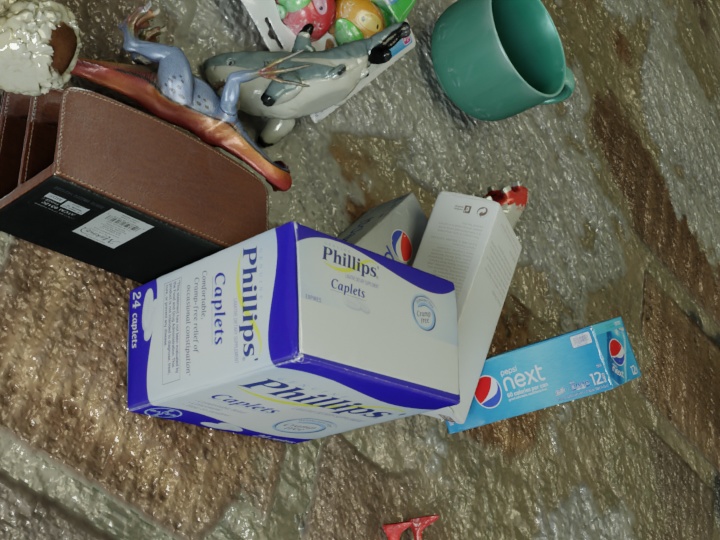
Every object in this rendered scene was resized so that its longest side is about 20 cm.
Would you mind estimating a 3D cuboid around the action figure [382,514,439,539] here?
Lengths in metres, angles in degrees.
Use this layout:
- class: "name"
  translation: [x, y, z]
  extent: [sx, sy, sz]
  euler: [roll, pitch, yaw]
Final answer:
- class: "action figure"
  translation: [0.068, 0.330, 1.038]
  extent: [0.065, 0.052, 0.201]
  euler: [3, 74, -52]

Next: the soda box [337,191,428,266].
- class: "soda box"
  translation: [0.000, 0.000, 1.090]
  extent: [0.068, 0.063, 0.200]
  euler: [61, 39, -13]

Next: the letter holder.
- class: "letter holder"
  translation: [-0.177, -0.081, 0.895]
  extent: [0.200, 0.100, 0.143]
  euler: [25, 54, -41]

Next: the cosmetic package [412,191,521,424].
- class: "cosmetic package"
  translation: [0.088, 0.036, 1.106]
  extent: [0.201, 0.074, 0.102]
  euler: [-68, 151, -18]

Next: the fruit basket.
- class: "fruit basket"
  translation: [-0.032, -0.274, 1.145]
  extent: [0.186, 0.093, 0.200]
  euler: [59, 42, -14]

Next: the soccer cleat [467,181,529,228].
- class: "soccer cleat"
  translation: [0.136, -0.034, 1.269]
  extent: [0.200, 0.068, 0.086]
  euler: [-40, 113, -46]

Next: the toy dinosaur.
- class: "toy dinosaur"
  translation: [-0.141, -0.129, 0.960]
  extent: [0.199, 0.105, 0.182]
  euler: [-29, 84, -19]

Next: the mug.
- class: "mug"
  translation: [0.165, -0.245, 1.352]
  extent: [0.185, 0.114, 0.152]
  euler: [53, 41, -19]

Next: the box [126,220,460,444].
- class: "box"
  translation: [-0.053, 0.060, 0.893]
  extent: [0.183, 0.199, 0.106]
  euler: [19, 60, -43]

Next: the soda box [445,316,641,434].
- class: "soda box"
  translation: [0.173, 0.107, 1.134]
  extent: [0.068, 0.199, 0.065]
  euler: [-11, 82, -51]

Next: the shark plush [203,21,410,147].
- class: "shark plush"
  translation: [-0.043, -0.201, 1.061]
  extent: [0.084, 0.199, 0.091]
  euler: [61, -5, 17]

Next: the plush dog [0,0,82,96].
- class: "plush dog"
  translation: [-0.311, -0.210, 0.793]
  extent: [0.200, 0.160, 0.172]
  euler: [46, 24, -47]
